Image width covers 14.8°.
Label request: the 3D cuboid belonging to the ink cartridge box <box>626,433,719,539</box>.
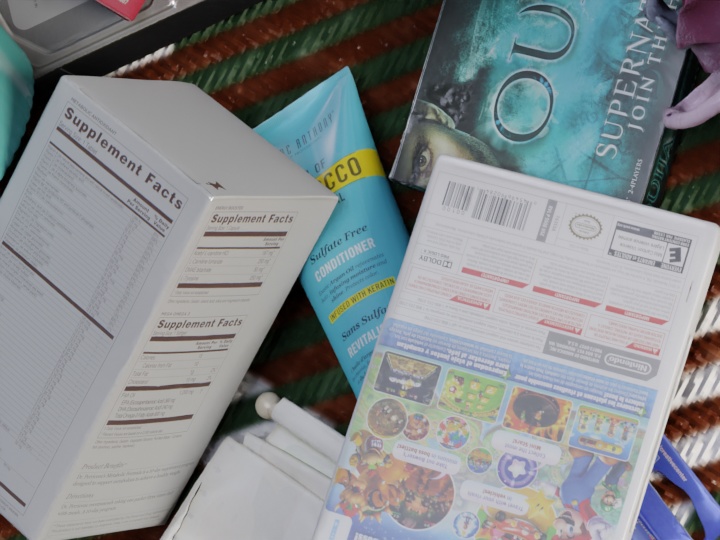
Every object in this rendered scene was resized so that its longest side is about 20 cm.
[{"bbox_3d":[0.082,0.162,1.301,0.200,0.042,0.120,-41,66,12],"label":"ink cartridge box"}]

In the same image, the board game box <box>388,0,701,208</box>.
[{"bbox_3d":[0.103,-0.121,1.349,0.135,0.028,0.201,16,87,27],"label":"board game box"}]

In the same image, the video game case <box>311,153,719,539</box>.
[{"bbox_3d":[0.072,0.057,1.289,0.143,0.018,0.201,15,79,18],"label":"video game case"}]

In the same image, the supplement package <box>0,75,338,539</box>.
[{"bbox_3d":[-0.120,0.018,1.364,0.114,0.109,0.200,39,111,26],"label":"supplement package"}]

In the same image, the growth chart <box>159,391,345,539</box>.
[{"bbox_3d":[-0.060,0.158,1.360,0.200,0.018,0.145,-54,46,7],"label":"growth chart"}]

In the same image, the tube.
[{"bbox_3d":[0.000,0.000,1.371,0.077,0.050,0.201,-30,64,12],"label":"tube"}]

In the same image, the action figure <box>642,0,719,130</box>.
[{"bbox_3d":[0.228,-0.142,1.240,0.199,0.134,0.150,-6,98,1],"label":"action figure"}]

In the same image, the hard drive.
[{"bbox_3d":[-0.117,-0.188,1.466,0.199,0.038,0.140,-22,71,20],"label":"hard drive"}]

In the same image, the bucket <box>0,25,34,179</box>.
[{"bbox_3d":[-0.270,-0.087,1.364,0.207,0.135,0.208,-27,38,23],"label":"bucket"}]

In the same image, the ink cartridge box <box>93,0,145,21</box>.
[{"bbox_3d":[-0.125,-0.245,1.377,0.084,0.145,0.200,32,93,28],"label":"ink cartridge box"}]
